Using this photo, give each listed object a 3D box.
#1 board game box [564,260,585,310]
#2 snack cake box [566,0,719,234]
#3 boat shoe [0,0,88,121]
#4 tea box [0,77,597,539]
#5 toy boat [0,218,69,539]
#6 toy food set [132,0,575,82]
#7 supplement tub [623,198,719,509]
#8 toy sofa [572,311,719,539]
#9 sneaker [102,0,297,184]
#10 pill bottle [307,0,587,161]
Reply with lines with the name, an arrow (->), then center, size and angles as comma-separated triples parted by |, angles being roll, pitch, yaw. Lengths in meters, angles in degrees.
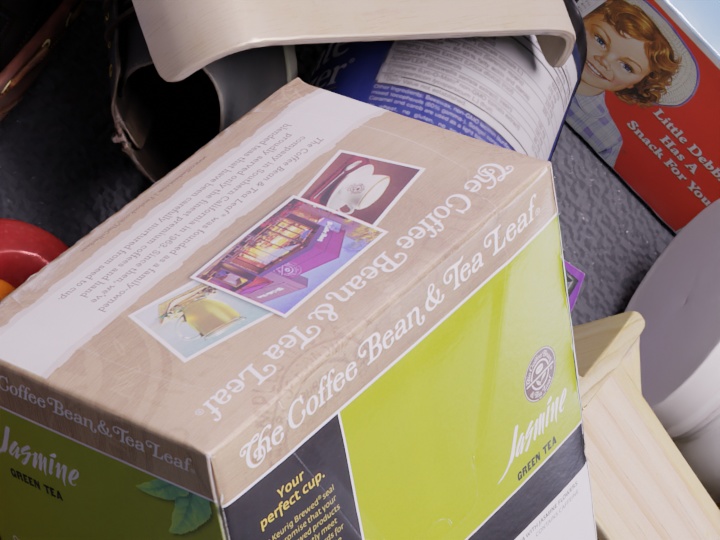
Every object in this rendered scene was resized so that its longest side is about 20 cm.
board game box -> 0.000, 0.000, 1.311 | 0.200, 0.032, 0.120 | 32, 53, -16
snack cake box -> 0.130, -0.122, 1.384 | 0.200, 0.115, 0.067 | 46, 54, -8
boat shoe -> -0.141, -0.134, 1.253 | 0.070, 0.070, 0.200 | 30, 56, -14
tea box -> -0.025, 0.068, 1.118 | 0.200, 0.134, 0.197 | -39, 136, -36
toy boat -> -0.167, 0.040, 1.128 | 0.200, 0.131, 0.131 | -11, 77, -34
toy food set -> -0.014, -0.144, 1.187 | 0.200, 0.060, 0.144 | -6, 69, -35
supplement tub -> 0.226, 0.066, 1.347 | 0.200, 0.145, 0.145 | 33, 57, -16
toy sofa -> 0.120, 0.126, 1.276 | 0.200, 0.083, 0.098 | 54, 51, -16
sneaker -> -0.080, -0.135, 1.202 | 0.106, 0.075, 0.200 | -62, 134, -67
pill bottle -> 0.034, -0.076, 1.278 | 0.112, 0.112, 0.200 | 33, 55, -16
